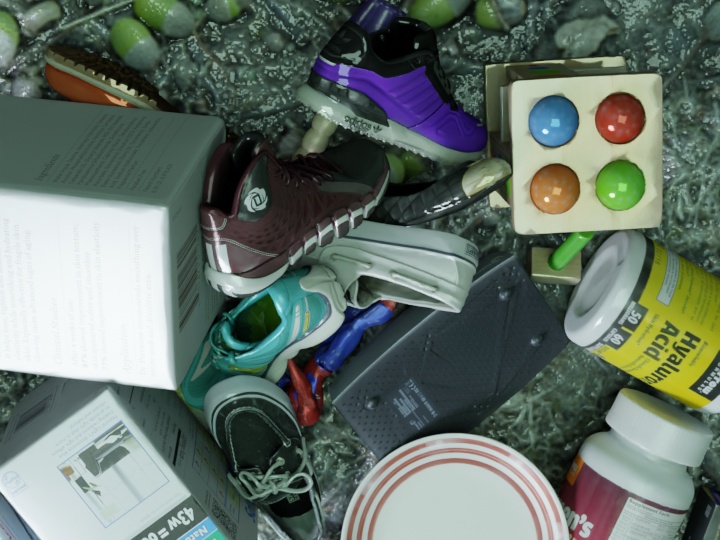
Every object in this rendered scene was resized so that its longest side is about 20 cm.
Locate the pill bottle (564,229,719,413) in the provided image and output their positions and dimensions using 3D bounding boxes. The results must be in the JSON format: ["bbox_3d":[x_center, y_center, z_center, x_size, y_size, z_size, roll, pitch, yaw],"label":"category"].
[{"bbox_3d":[0.287,0.056,1.609,0.199,0.111,0.112,28,99,-11],"label":"pill bottle"}]

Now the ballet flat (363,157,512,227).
[{"bbox_3d":[0.044,-0.067,1.530,0.066,0.199,0.057,-19,94,-44],"label":"ballet flat"}]

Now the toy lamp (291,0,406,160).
[{"bbox_3d":[-0.022,-0.136,1.565,0.058,0.058,0.201,25,101,-10],"label":"toy lamp"}]

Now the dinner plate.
[{"bbox_3d":[0.082,0.241,1.608,0.199,0.024,0.201,0,92,1],"label":"dinner plate"}]

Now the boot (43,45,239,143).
[{"bbox_3d":[-0.193,-0.106,1.549,0.200,0.075,0.107,34,103,-12],"label":"boot"}]

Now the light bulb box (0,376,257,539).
[{"bbox_3d":[-0.191,0.180,1.547,0.125,0.198,0.200,-35,102,5],"label":"light bulb box"}]

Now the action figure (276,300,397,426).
[{"bbox_3d":[-0.044,0.056,1.602,0.099,0.065,0.201,30,97,-18],"label":"action figure"}]

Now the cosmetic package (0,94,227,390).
[{"bbox_3d":[-0.221,-0.026,1.472,0.199,0.167,0.168,7,120,9],"label":"cosmetic package"}]

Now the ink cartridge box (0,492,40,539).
[{"bbox_3d":[-0.322,0.215,1.541,0.067,0.200,0.116,-35,104,3],"label":"ink cartridge box"}]

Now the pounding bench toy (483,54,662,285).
[{"bbox_3d":[0.178,-0.069,1.547,0.123,0.156,0.201,-4,103,-5],"label":"pounding bench toy"}]

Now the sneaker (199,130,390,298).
[{"bbox_3d":[-0.053,-0.075,1.468,0.200,0.075,0.116,-43,136,-33],"label":"sneaker"}]

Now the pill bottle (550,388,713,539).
[{"bbox_3d":[0.228,0.213,1.639,0.109,0.110,0.201,22,100,-10],"label":"pill bottle"}]

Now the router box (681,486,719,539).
[{"bbox_3d":[0.359,0.317,1.704,0.156,0.052,0.201,16,101,-8],"label":"router box"}]

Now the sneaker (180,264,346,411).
[{"bbox_3d":[-0.097,0.054,1.535,0.200,0.079,0.078,-43,66,40],"label":"sneaker"}]

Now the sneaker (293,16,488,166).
[{"bbox_3d":[0.046,-0.153,1.520,0.199,0.070,0.100,14,106,-43],"label":"sneaker"}]

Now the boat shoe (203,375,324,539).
[{"bbox_3d":[-0.077,0.168,1.573,0.073,0.068,0.200,-19,137,-2],"label":"boat shoe"}]

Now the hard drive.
[{"bbox_3d":[0.075,0.079,1.604,0.200,0.042,0.135,-39,128,-2],"label":"hard drive"}]

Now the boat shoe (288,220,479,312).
[{"bbox_3d":[0.000,0.000,1.536,0.199,0.072,0.066,8,71,20],"label":"boat shoe"}]
